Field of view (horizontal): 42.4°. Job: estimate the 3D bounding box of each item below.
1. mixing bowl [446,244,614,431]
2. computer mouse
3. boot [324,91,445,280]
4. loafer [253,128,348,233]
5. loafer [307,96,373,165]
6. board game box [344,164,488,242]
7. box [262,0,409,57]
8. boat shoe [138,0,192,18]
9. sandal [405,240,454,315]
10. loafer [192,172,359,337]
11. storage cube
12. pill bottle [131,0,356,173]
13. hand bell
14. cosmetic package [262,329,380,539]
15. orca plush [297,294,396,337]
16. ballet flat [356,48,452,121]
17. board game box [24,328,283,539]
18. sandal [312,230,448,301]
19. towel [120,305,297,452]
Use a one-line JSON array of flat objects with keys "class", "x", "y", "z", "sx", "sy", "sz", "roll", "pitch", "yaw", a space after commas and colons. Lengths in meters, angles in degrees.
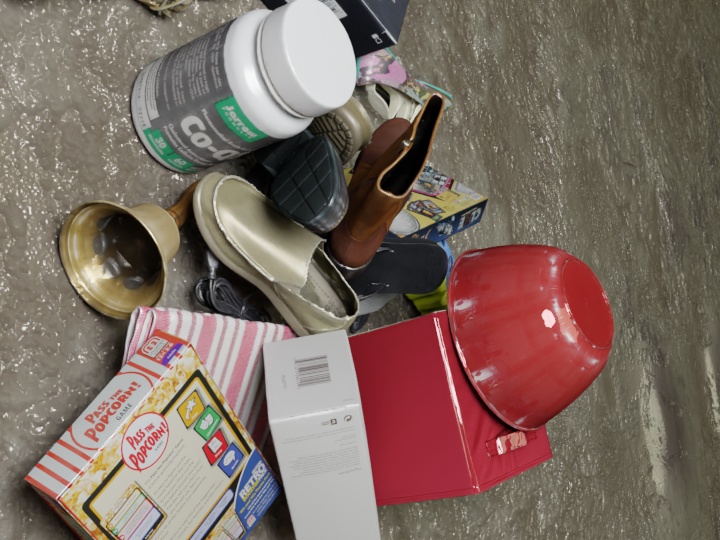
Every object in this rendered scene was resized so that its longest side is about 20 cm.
[{"class": "mixing bowl", "x": 0.190, "y": 0.052, "z": 0.957, "sx": 0.199, "sy": 0.107, "sz": 0.204, "roll": 28, "pitch": 49, "yaw": -37}, {"class": "computer mouse", "x": -0.117, "y": -0.042, "z": 0.913, "sx": 0.140, "sy": 0.045, "sz": 0.204, "roll": 37, "pitch": 61, "yaw": -62}, {"class": "boot", "x": 0.029, "y": -0.105, "z": 0.844, "sx": 0.068, "sy": 0.200, "sz": 0.190, "roll": 32, "pitch": 63, "yaw": 0}, {"class": "loafer", "x": -0.040, "y": -0.079, "z": 0.839, "sx": 0.072, "sy": 0.073, "sz": 0.201, "roll": 44, "pitch": 10, "yaw": -28}, {"class": "loafer", "x": -0.032, "y": -0.148, "z": 0.940, "sx": 0.067, "sy": 0.199, "sz": 0.077, "roll": -40, "pitch": 105, "yaw": -15}, {"class": "board game box", "x": 0.043, "y": -0.078, "z": 1.073, "sx": 0.199, "sy": 0.134, "sz": 0.035, "roll": -24, "pitch": 139, "yaw": -51}, {"class": "box", "x": -0.033, "y": -0.378, "z": 1.054, "sx": 0.196, "sy": 0.116, "sz": 0.203, "roll": 43, "pitch": 52, "yaw": -38}, {"class": "boat shoe", "x": -0.180, "y": -0.279, "z": 0.884, "sx": 0.200, "sy": 0.071, "sz": 0.066, "roll": -38, "pitch": 110, "yaw": -55}, {"class": "sandal", "x": 0.096, "y": 0.010, "z": 1.166, "sx": 0.087, "sy": 0.078, "sz": 0.203, "roll": -56, "pitch": 132, "yaw": -48}, {"class": "loafer", "x": -0.069, "y": -0.016, "z": 0.846, "sx": 0.200, "sy": 0.068, "sz": 0.076, "roll": 47, "pitch": 46, "yaw": -23}, {"class": "storage cube", "x": 0.082, "y": 0.143, "z": 1.016, "sx": 0.169, "sy": 0.198, "sz": 0.183, "roll": -6, "pitch": 79, "yaw": -51}, {"class": "pill bottle", "x": -0.107, "y": -0.166, "z": 0.841, "sx": 0.112, "sy": 0.198, "sz": 0.116, "roll": 18, "pitch": 66, "yaw": -47}, {"class": "hand bell", "x": -0.170, "y": -0.045, "z": 0.843, "sx": 0.106, "sy": 0.103, "sz": 0.200, "roll": 67, "pitch": 28, "yaw": -15}, {"class": "cosmetic package", "x": -0.033, "y": 0.170, "z": 0.863, "sx": 0.108, "sy": 0.083, "sz": 0.203, "roll": -105, "pitch": -173, "yaw": -56}, {"class": "orca plush", "x": -0.020, "y": 0.018, "z": 1.042, "sx": 0.199, "sy": 0.071, "sz": 0.106, "roll": -37, "pitch": 155, "yaw": -39}, {"class": "ballet flat", "x": 0.048, "y": -0.219, "z": 1.163, "sx": 0.199, "sy": 0.068, "sz": 0.073, "roll": 21, "pitch": 83, "yaw": -54}, {"class": "board game box", "x": -0.156, "y": 0.173, "z": 0.754, "sx": 0.152, "sy": 0.046, "sz": 0.202, "roll": -50, "pitch": 137, "yaw": -29}, {"class": "sandal", "x": 0.000, "y": -0.001, "z": 0.933, "sx": 0.196, "sy": 0.043, "sz": 0.078, "roll": -7, "pitch": 116, "yaw": -19}, {"class": "towel", "x": -0.141, "y": 0.108, "z": 0.824, "sx": 0.198, "sy": 0.030, "sz": 0.149, "roll": 12, "pitch": 99, "yaw": -54}]
